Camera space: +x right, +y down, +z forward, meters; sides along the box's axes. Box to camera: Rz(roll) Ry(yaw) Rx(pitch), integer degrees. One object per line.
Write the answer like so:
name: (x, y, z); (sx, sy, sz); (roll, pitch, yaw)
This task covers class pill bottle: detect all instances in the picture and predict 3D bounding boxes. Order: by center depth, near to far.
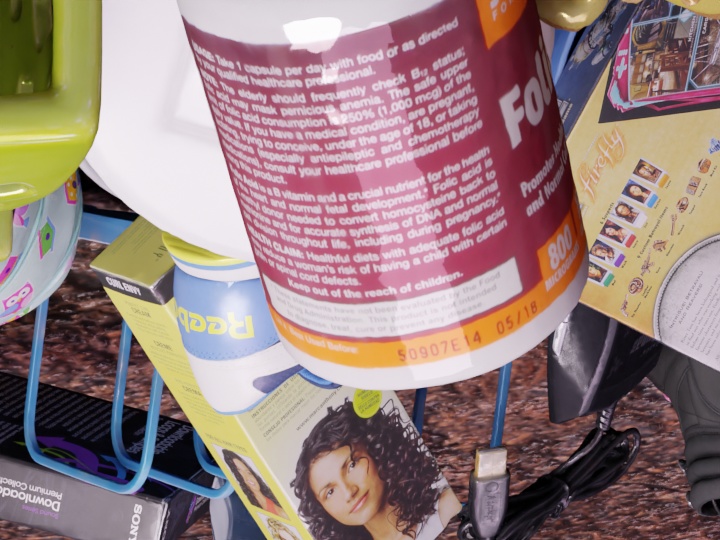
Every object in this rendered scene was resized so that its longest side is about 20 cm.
pill bottle: (0.004, -0.071, 0.942); (0.113, 0.114, 0.201); (-10, 124, 8)

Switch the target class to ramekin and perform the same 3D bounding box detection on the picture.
ramekin: (-0.022, -0.098, 1.049); (0.199, 0.098, 0.202); (-1, 124, -2)

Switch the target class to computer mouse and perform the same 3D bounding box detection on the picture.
computer mouse: (0.091, 0.041, 1.307); (0.140, 0.046, 0.201); (-32, 147, -41)

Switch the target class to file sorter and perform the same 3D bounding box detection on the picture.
file sorter: (-0.042, 0.042, 1.349); (0.199, 0.124, 0.139); (6, -177, -32)

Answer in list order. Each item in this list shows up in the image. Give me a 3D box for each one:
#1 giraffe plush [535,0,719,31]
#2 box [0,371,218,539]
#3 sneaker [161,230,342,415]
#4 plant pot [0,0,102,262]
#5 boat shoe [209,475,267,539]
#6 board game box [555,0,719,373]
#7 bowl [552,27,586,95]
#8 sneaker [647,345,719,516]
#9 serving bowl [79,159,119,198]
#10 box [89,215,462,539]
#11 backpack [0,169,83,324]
giraffe plush: (0.124, -0.158, 0.985); (0.199, 0.163, 0.172); (12, 149, -36)
box: (-0.171, 0.087, 1.419); (0.199, 0.036, 0.143); (13, -168, 11)
sneaker: (0.000, 0.000, 1.173); (0.199, 0.083, 0.074); (-17, -158, -40)
plant pot: (-0.200, -0.103, 0.994); (0.198, 0.201, 0.182); (-1, 160, -13)
boat shoe: (-0.046, 0.143, 1.382); (0.072, 0.062, 0.200); (15, -163, 0)
board game box: (0.150, -0.068, 1.146); (0.135, 0.201, 0.035); (26, -173, -22)
bowl: (0.165, -0.068, 1.191); (0.199, 0.202, 0.039); (1, -164, -17)
sneaker: (0.172, 0.073, 1.403); (0.070, 0.100, 0.200); (-1, 177, -7)
serving bowl: (-0.027, -0.090, 1.207); (0.199, 0.066, 0.200); (-6, 155, -3)
box: (-0.033, 0.052, 1.234); (0.050, 0.075, 0.200); (16, 145, 50)
backpack: (-0.220, -0.027, 1.215); (0.199, 0.168, 0.127); (-16, 173, 13)
